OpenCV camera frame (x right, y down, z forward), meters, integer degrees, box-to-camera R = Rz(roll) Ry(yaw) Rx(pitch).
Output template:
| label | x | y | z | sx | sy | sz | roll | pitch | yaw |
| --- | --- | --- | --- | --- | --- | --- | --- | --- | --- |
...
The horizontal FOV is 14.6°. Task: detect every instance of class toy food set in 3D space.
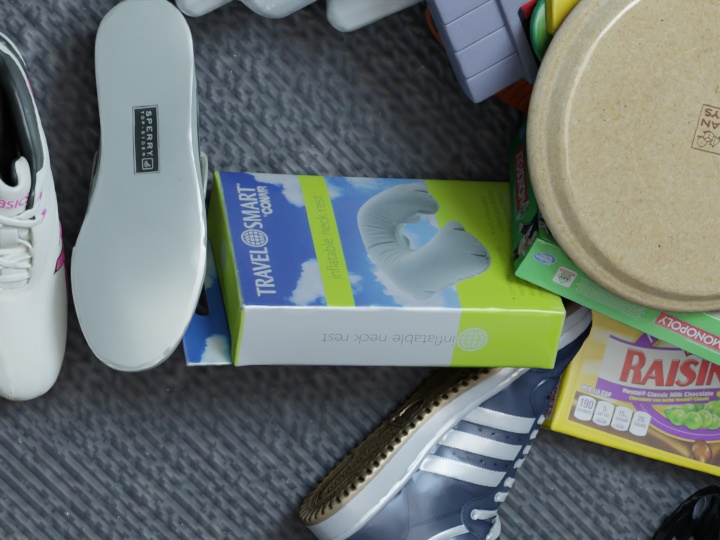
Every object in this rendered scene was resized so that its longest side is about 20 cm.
| label | x | y | z | sx | sy | sz | roll | pitch | yaw |
| --- | --- | --- | --- | --- | --- | --- | --- | --- | --- |
| toy food set | 0.178 | -0.077 | 1.472 | 0.199 | 0.049 | 0.199 | -4 | 101 | -16 |

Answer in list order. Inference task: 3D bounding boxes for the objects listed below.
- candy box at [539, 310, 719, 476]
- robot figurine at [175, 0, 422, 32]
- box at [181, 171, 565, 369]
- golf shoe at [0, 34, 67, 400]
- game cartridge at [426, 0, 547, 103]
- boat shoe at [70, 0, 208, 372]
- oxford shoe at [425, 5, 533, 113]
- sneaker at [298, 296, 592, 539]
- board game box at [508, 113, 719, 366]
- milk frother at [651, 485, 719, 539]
| label | x | y | z | sx | sy | sz | roll | pitch | yaw |
| --- | --- | --- | --- | --- | --- | --- | --- | --- | --- |
| candy box | 0.209 | 0.067 | 1.618 | 0.199 | 0.026 | 0.103 | 15 | 88 | -14 |
| robot figurine | -0.019 | -0.208 | 1.482 | 0.199 | 0.113 | 0.170 | -27 | 110 | 17 |
| box | 0.000 | 0.000 | 1.517 | 0.199 | 0.122 | 0.048 | 1 | 128 | -13 |
| golf shoe | -0.195 | -0.027 | 1.478 | 0.072 | 0.092 | 0.201 | -12 | 98 | -13 |
| game cartridge | 0.125 | -0.179 | 1.469 | 0.199 | 0.038 | 0.130 | -30 | 132 | -4 |
| boat shoe | -0.111 | -0.043 | 1.502 | 0.070 | 0.064 | 0.201 | 3 | 81 | 4 |
| oxford shoe | 0.130 | -0.123 | 1.575 | 0.199 | 0.071 | 0.073 | 24 | 66 | -16 |
| sneaker | 0.072 | 0.109 | 1.568 | 0.200 | 0.070 | 0.109 | -41 | 103 | -7 |
| board game box | 0.176 | -0.005 | 1.553 | 0.199 | 0.135 | 0.029 | 24 | 121 | -13 |
| milk frother | 0.263 | 0.217 | 1.542 | 0.188 | 0.200 | 0.181 | 28 | 122 | -13 |
